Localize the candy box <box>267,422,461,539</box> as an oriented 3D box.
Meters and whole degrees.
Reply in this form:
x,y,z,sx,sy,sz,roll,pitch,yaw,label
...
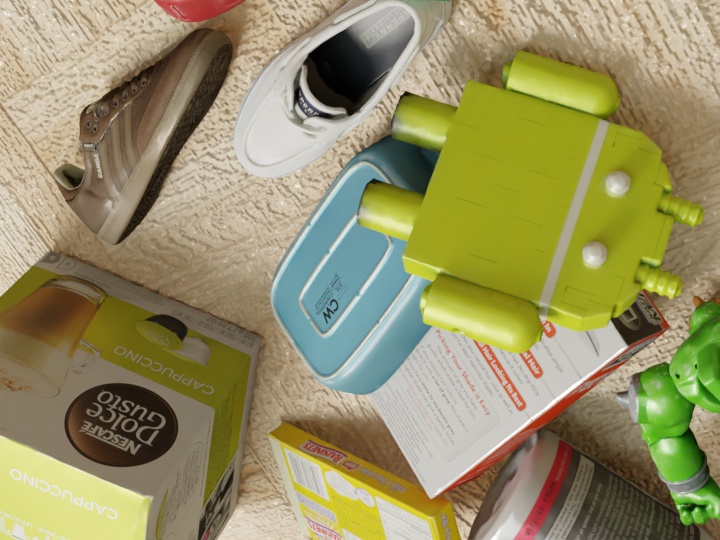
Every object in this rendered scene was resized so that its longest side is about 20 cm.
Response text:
x,y,z,sx,sy,sz,roll,pitch,yaw,label
0.006,0.190,0.919,0.199,0.026,0.103,17,133,49,candy box

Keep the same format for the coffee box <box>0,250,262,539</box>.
x,y,z,sx,sy,sz,roll,pitch,yaw,label
-0.212,0.146,0.933,0.197,0.198,0.202,21,126,10,coffee box

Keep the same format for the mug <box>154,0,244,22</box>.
x,y,z,sx,sy,sz,roll,pitch,yaw,label
-0.049,-0.238,0.667,0.198,0.133,0.180,-17,89,25,mug

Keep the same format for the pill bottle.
x,y,z,sx,sy,sz,roll,pitch,yaw,label
0.183,0.210,0.857,0.198,0.111,0.111,32,127,2,pill bottle

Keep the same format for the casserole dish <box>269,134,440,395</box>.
x,y,z,sx,sy,sz,roll,pitch,yaw,label
0.000,0.000,0.817,0.122,0.038,0.201,54,128,24,casserole dish

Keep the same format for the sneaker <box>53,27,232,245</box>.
x,y,z,sx,sy,sz,roll,pitch,yaw,label
-0.161,-0.101,0.840,0.075,0.071,0.201,37,126,-1,sneaker

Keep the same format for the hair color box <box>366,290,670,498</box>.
x,y,z,sx,sy,sz,roll,pitch,yaw,label
0.095,0.053,0.806,0.200,0.063,0.112,-45,69,38,hair color box

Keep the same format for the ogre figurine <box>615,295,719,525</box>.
x,y,z,sx,sy,sz,roll,pitch,yaw,label
0.254,0.075,0.756,0.120,0.099,0.199,39,139,-18,ogre figurine

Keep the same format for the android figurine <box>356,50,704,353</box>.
x,y,z,sx,sy,sz,roll,pitch,yaw,label
0.103,-0.040,0.719,0.197,0.184,0.041,20,166,14,android figurine

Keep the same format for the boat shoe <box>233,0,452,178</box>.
x,y,z,sx,sy,sz,roll,pitch,yaw,label
-0.025,-0.121,0.772,0.073,0.066,0.200,42,126,-6,boat shoe
